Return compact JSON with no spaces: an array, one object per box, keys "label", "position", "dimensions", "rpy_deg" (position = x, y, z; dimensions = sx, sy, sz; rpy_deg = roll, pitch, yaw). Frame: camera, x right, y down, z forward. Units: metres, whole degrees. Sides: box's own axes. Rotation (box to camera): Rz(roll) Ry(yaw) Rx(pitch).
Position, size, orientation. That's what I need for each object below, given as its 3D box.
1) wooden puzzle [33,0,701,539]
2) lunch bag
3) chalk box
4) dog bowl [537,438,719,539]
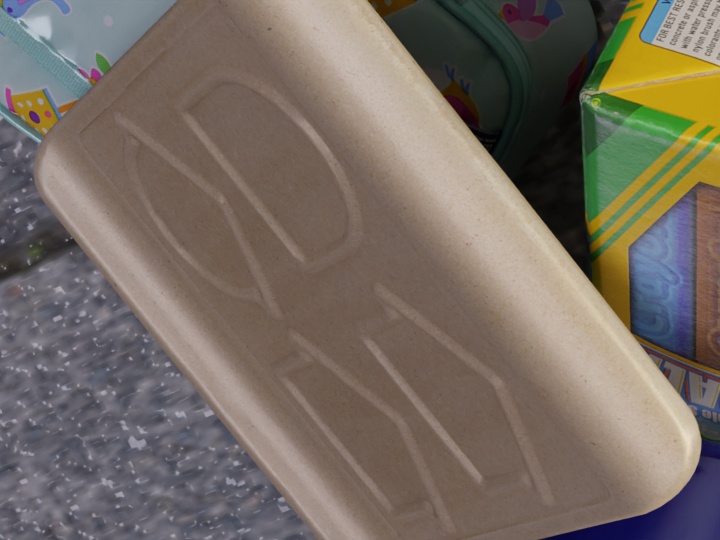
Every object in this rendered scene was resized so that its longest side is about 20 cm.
[{"label":"wooden puzzle","position":[0.000,0.000,0.763],"dimensions":[0.185,0.046,0.200],"rpy_deg":[51,152,-5]},{"label":"lunch bag","position":[-0.033,-0.075,0.840],"dimensions":[0.200,0.077,0.161],"rpy_deg":[40,125,4]},{"label":"chalk box","position":[0.141,-0.014,0.733],"dimensions":[0.123,0.125,0.200],"rpy_deg":[19,149,17]},{"label":"dog bowl","position":[0.143,0.121,0.777],"dimensions":[0.199,0.200,0.079],"rpy_deg":[20,79,17]}]
